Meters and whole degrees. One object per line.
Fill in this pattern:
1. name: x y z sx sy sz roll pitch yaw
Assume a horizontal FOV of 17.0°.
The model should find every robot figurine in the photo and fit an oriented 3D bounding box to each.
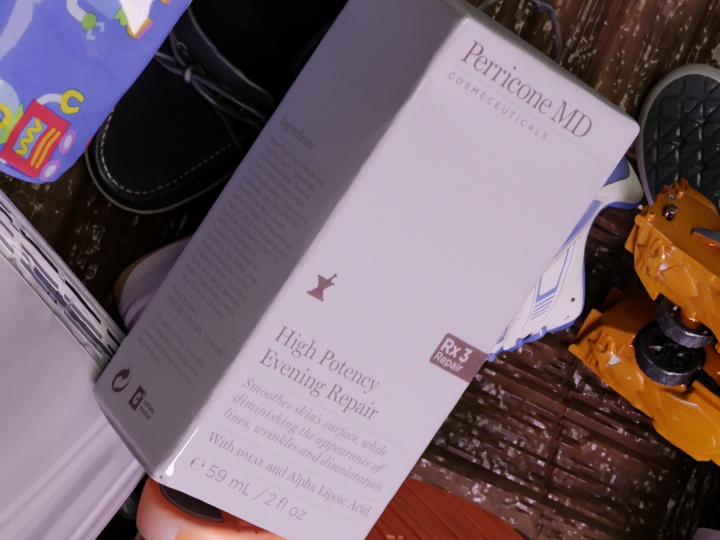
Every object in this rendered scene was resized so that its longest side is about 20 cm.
1. robot figurine: 0.193 0.053 1.037 0.200 0.145 0.058 36 49 12

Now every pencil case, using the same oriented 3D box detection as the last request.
1. pencil case: -0.098 -0.126 0.884 0.087 0.078 0.200 31 97 -34

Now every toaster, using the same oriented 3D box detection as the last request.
1. toaster: -0.169 0.043 0.922 0.129 0.114 0.200 -45 108 -19

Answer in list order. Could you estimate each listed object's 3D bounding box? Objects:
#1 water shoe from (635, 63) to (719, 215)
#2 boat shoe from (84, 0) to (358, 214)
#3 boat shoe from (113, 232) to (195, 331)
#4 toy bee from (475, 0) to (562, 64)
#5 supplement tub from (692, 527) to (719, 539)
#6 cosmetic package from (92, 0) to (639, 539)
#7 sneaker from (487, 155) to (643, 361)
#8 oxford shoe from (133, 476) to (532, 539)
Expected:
1. water shoe: 0.197 -0.006 1.110 0.071 0.079 0.200 -35 86 20
2. boat shoe: -0.050 -0.089 0.935 0.075 0.200 0.062 47 34 -2
3. boat shoe: 0.000 0.000 0.973 0.200 0.071 0.069 -25 68 12
4. toy bee: -0.015 -0.130 0.998 0.131 0.109 0.200 -22 77 -12
5. supplement tub: 0.169 0.229 1.061 0.144 0.145 0.200 26 83 -23
6. cosmetic package: 0.002 -0.003 0.886 0.102 0.074 0.200 27 100 -37
7. sneaker: 0.054 0.015 1.038 0.088 0.075 0.200 38 79 -23
8. oxford shoe: -0.008 0.126 0.977 0.200 0.071 0.073 9 109 -30
